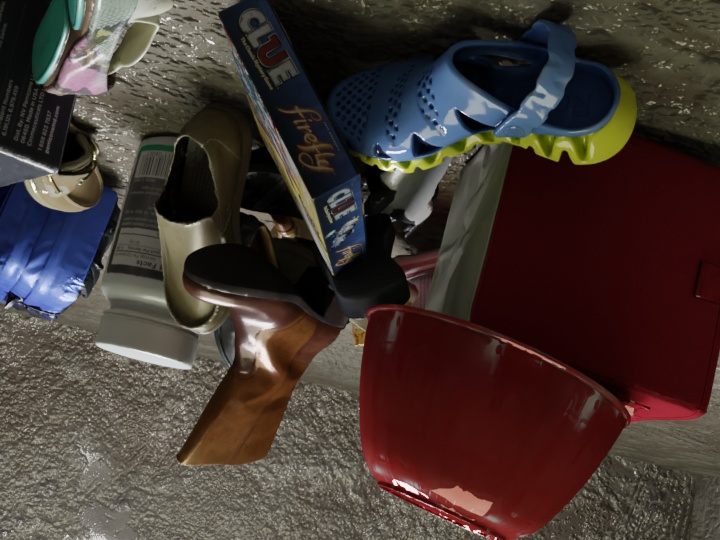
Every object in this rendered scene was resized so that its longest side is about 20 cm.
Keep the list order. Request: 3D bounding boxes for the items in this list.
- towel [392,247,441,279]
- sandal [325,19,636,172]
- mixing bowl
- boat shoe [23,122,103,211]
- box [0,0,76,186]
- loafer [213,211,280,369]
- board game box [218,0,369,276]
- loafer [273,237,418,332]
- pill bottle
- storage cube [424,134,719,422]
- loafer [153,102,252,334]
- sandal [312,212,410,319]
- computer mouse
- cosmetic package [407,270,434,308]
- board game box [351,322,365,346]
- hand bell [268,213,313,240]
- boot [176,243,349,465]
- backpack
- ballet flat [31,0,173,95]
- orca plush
[{"bbox_3d":[0.063,-0.004,0.990,0.144,0.030,0.200,-15,173,-23],"label":"towel"},{"bbox_3d":[0.066,-0.112,0.573,0.196,0.081,0.087,-3,158,22],"label":"sandal"},{"bbox_3d":[0.074,0.116,0.641,0.197,0.110,0.200,24,166,6],"label":"mixing bowl"},{"bbox_3d":[-0.289,-0.108,0.901,0.064,0.074,0.200,10,161,11],"label":"boat shoe"},{"bbox_3d":[-0.332,-0.146,0.662,0.194,0.120,0.198,-3,162,45],"label":"box"},{"bbox_3d":[-0.096,0.039,0.864,0.071,0.073,0.203,8,127,39],"label":"loafer"},{"bbox_3d":[-0.041,-0.084,0.653,0.034,0.137,0.200,-27,168,-4],"label":"board game box"},{"bbox_3d":[-0.039,0.019,0.895,0.197,0.069,0.075,13,168,36],"label":"loafer"},{"bbox_3d":[-0.184,-0.015,0.896,0.111,0.204,0.113,12,168,3],"label":"pill bottle"},{"bbox_3d":[0.158,0.005,0.706,0.177,0.204,0.171,19,167,-6],"label":"storage cube"},{"bbox_3d":[-0.140,-0.039,0.780,0.075,0.204,0.067,16,-160,25],"label":"loafer"},{"bbox_3d":[-0.001,0.000,0.790,0.075,0.044,0.201,-15,-158,3],"label":"sandal"},{"bbox_3d":[-0.056,-0.068,0.884,0.197,0.047,0.140,9,152,-30],"label":"computer mouse"},{"bbox_3d":[0.141,0.046,0.896,0.196,0.086,0.109,-18,123,14],"label":"cosmetic package"},{"bbox_3d":[0.108,0.046,1.059,0.197,0.047,0.151,-15,170,29],"label":"board game box"},{"bbox_3d":[-0.079,-0.050,0.968,0.102,0.106,0.201,8,155,14],"label":"hand bell"},{"bbox_3d":[-0.112,0.080,0.802,0.068,0.202,0.187,43,-160,31],"label":"boot"},{"bbox_3d":[-0.375,-0.035,1.072,0.166,0.166,0.199,22,165,-27],"label":"backpack"},{"bbox_3d":[-0.154,-0.161,0.564,0.070,0.071,0.199,-3,168,-26],"label":"ballet flat"},{"bbox_3d":[0.036,-0.096,0.742,0.072,0.105,0.200,54,-172,13],"label":"orca plush"}]
